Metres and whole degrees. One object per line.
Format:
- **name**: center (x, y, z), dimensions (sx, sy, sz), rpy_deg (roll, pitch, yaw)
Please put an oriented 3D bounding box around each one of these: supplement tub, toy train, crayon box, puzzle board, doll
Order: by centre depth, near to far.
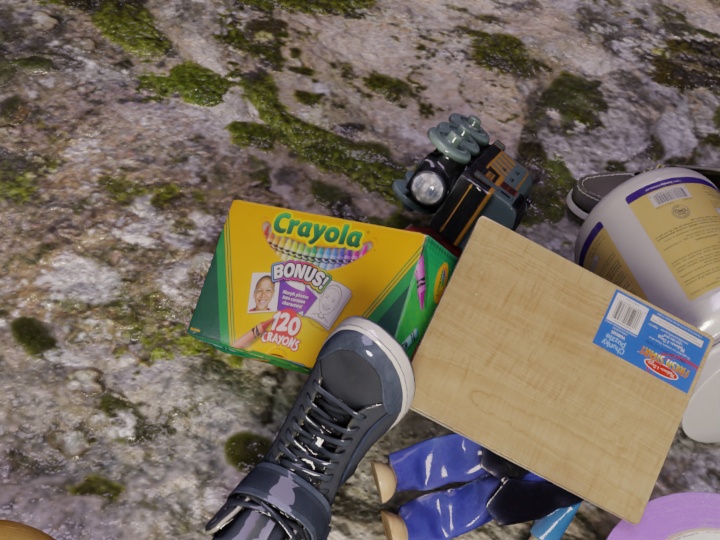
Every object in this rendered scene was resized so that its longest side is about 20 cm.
- **puzzle board**: center (0.143, 0.072, 0.924), dimensions (0.198, 0.017, 0.152), rpy_deg (27, 77, 0)
- **doll**: center (0.111, 0.157, 0.940), dimensions (0.197, 0.139, 0.048), rpy_deg (-13, 5, -6)
- **crayon box**: center (-0.032, 0.021, 0.997), dimensions (0.198, 0.058, 0.120), rpy_deg (11, 77, 35)
- **supplement tub**: center (0.282, 0.028, 1.070), dimensions (0.143, 0.147, 0.202), rpy_deg (-8, 48, -17)
- **toy train**: center (0.101, -0.078, 1.156), dimensions (0.113, 0.086, 0.200), rpy_deg (37, 20, 4)

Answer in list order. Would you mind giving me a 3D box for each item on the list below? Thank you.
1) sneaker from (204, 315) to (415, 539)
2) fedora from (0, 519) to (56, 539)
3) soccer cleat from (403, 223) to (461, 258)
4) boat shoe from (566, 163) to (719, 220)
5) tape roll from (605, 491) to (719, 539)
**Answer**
- **sneaker**: center (-0.036, 0.134, 0.875), dimensions (0.076, 0.203, 0.146), rpy_deg (32, 50, 10)
- **fedora**: center (-0.249, 0.256, 0.777), dimensions (0.081, 0.202, 0.201), rpy_deg (-10, 28, 42)
- **soccer cleat**: center (0.000, 0.000, 1.105), dimensions (0.197, 0.067, 0.077), rpy_deg (-3, 45, -17)
- **boat shoe**: center (0.303, -0.074, 1.233), dimensions (0.198, 0.061, 0.073), rpy_deg (5, 45, -5)
- **tape roll**: center (0.256, 0.260, 0.898), dimensions (0.197, 0.066, 0.202), rpy_deg (5, 45, -5)
